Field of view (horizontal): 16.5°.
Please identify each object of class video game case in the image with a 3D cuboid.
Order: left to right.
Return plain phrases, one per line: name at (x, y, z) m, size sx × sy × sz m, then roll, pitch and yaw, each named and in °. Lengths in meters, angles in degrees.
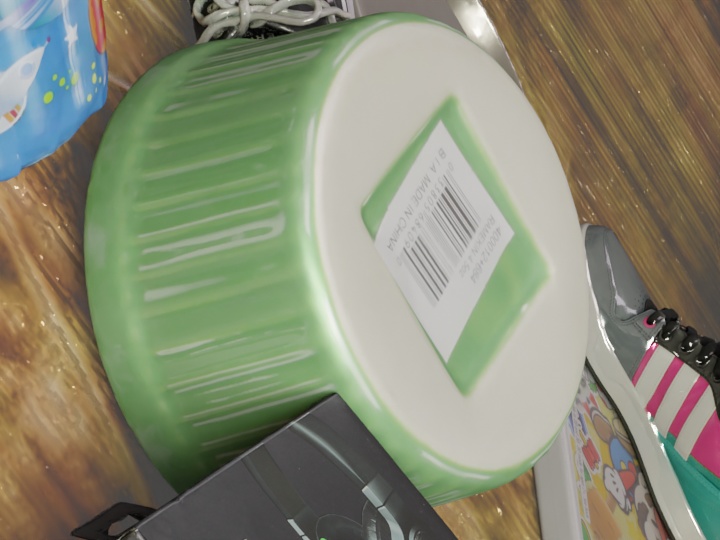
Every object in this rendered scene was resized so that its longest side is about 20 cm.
video game case at (0.143, 0.147, 1.268) m, size 0.182 × 0.023 × 0.200 m, roll 45°, pitch 28°, yaw -39°

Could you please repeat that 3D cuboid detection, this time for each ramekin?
ramekin at (0.000, 0.000, 0.934) m, size 0.200 × 0.098 × 0.201 m, roll 21°, pitch 63°, yaw -47°

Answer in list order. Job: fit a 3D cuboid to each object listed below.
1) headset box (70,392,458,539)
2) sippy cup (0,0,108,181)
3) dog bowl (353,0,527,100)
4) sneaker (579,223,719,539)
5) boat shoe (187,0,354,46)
headset box at (-0.013, 0.147, 0.776) m, size 0.200 × 0.093 × 0.174 m, roll 50°, pitch 22°, yaw 3°
sippy cup at (-0.138, -0.098, 0.761) m, size 0.140 × 0.177 × 0.131 m, roll -119°, pitch -167°, yaw -56°
dog bowl at (0.017, -0.091, 1.202) m, size 0.200 × 0.059 × 0.200 m, roll 48°, pitch 26°, yaw -33°
sneaker at (0.189, 0.050, 1.285) m, size 0.200 × 0.121 × 0.084 m, roll 64°, pitch 22°, yaw 1°
boat shoe at (-0.040, -0.094, 1.060) m, size 0.068 × 0.073 × 0.200 m, roll 38°, pitch 39°, yaw -74°
